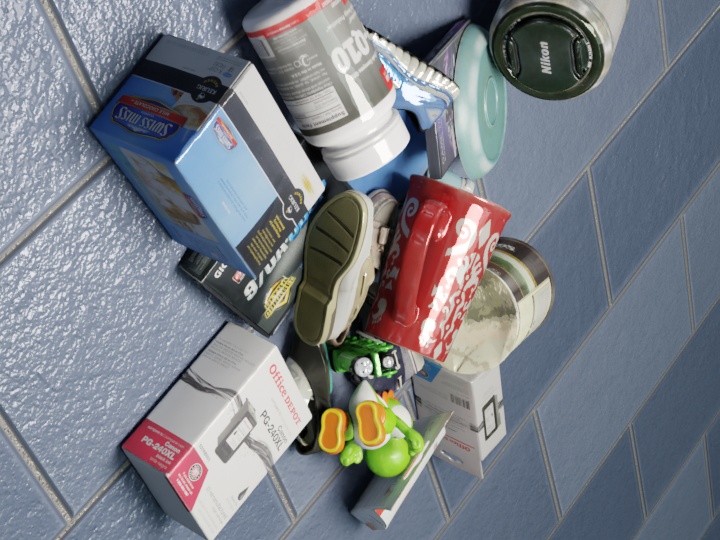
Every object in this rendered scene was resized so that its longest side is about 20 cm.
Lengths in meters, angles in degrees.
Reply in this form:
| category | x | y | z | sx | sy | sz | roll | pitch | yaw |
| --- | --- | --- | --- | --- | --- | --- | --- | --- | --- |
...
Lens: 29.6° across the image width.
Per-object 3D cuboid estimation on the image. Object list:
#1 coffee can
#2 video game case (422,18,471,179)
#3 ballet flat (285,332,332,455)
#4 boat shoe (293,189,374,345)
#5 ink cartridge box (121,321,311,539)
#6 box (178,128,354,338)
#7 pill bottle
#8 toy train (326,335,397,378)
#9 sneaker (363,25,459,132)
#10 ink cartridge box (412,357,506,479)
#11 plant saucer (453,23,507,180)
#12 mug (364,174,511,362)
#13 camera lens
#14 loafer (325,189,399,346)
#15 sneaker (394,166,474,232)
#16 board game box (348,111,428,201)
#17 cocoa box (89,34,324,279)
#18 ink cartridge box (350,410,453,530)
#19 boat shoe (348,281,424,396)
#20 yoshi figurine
| category | x | y | z | sx | sy | sz | roll | pitch | yaw |
| --- | --- | --- | --- | --- | --- | --- | --- | --- | --- |
| coffee can | 0.170 | 0.044 | 1.841 | 0.200 | 0.145 | 0.148 | -28 | 132 | -66 |
| video game case | 0.113 | -0.217 | 1.702 | 0.200 | 0.019 | 0.144 | -52 | 139 | -57 |
| ballet flat | -0.068 | 0.159 | 1.705 | 0.068 | 0.068 | 0.202 | -30 | 132 | -25 |
| boat shoe | -0.022 | -0.009 | 1.571 | 0.068 | 0.075 | 0.201 | -18 | 138 | -45 |
| ink cartridge box | -0.161 | 0.184 | 1.574 | 0.200 | 0.083 | 0.146 | -50 | 141 | -24 |
| box | -0.097 | -0.042 | 1.551 | 0.201 | 0.046 | 0.159 | -54 | 144 | -7 |
| pill bottle | -0.032 | -0.206 | 1.453 | 0.114 | 0.113 | 0.201 | -43 | 115 | -30 |
| toy train | -0.007 | 0.107 | 1.663 | 0.056 | 0.200 | 0.042 | -10 | 93 | -15 |
| sneaker | 0.014 | -0.220 | 1.541 | 0.199 | 0.079 | 0.090 | 29 | 99 | -17 |
| ink cartridge box | 0.142 | 0.192 | 1.959 | 0.068 | 0.115 | 0.202 | -41 | 138 | -33 |
| plant saucer | 0.160 | -0.219 | 1.769 | 0.200 | 0.027 | 0.203 | 1 | 90 | -70 |
| mug | 0.074 | -0.006 | 1.656 | 0.177 | 0.133 | 0.202 | 21 | 90 | -45 |
| camera lens | 0.260 | -0.331 | 1.757 | 0.201 | 0.158 | 0.161 | -65 | 151 | -42 |
| loafer | 0.000 | 0.000 | 1.681 | 0.072 | 0.063 | 0.201 | 20 | 102 | -50 |
| sneaker | 0.068 | -0.048 | 1.787 | 0.201 | 0.081 | 0.074 | -61 | -171 | 14 |
| board game box | 0.021 | -0.168 | 1.671 | 0.200 | 0.039 | 0.159 | 31 | 89 | -53 |
| cocoa box | -0.151 | -0.113 | 1.381 | 0.132 | 0.133 | 0.201 | -54 | 143 | -18 |
| ink cartridge box | 0.070 | 0.275 | 1.864 | 0.050 | 0.200 | 0.163 | 37 | 72 | -8 |
| boat shoe | 0.019 | 0.100 | 1.780 | 0.093 | 0.074 | 0.201 | -47 | 140 | -17 |
| yoshi figurine | 0.022 | 0.220 | 1.746 | 0.112 | 0.112 | 0.200 | -53 | 159 | 7 |
